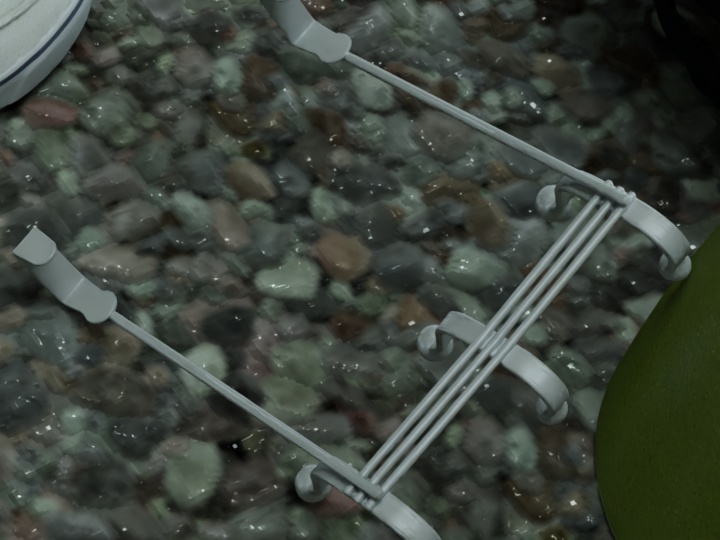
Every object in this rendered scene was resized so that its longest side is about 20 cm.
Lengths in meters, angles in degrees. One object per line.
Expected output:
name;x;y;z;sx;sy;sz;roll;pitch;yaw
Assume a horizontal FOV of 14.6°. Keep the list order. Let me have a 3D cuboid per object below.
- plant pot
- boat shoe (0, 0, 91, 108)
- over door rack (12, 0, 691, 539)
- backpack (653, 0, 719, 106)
plant pot;0.190;0.018;0.953;0.187;0.200;0.188;4;53;-6
boat shoe;-0.181;-0.089;1.053;0.200;0.070;0.071;-31;63;-27
over door rack;0.000;0.000;0.999;0.200;0.067;0.148;34;76;31
backpack;0.174;-0.137;1.072;0.190;0.200;0.154;33;81;37
